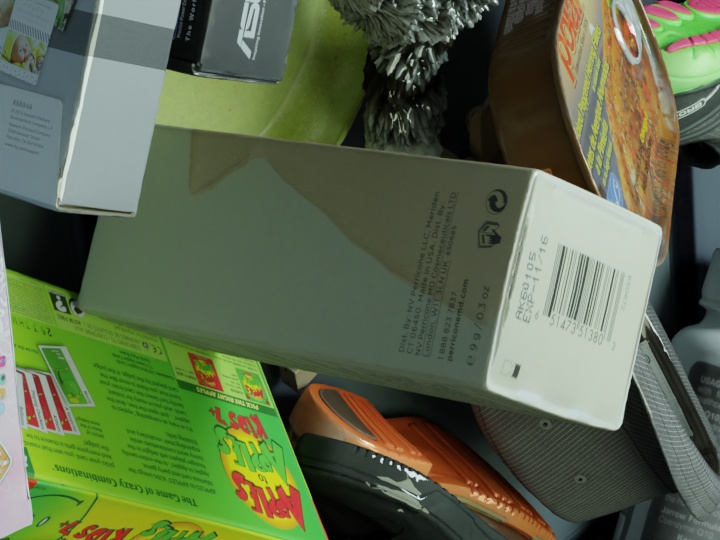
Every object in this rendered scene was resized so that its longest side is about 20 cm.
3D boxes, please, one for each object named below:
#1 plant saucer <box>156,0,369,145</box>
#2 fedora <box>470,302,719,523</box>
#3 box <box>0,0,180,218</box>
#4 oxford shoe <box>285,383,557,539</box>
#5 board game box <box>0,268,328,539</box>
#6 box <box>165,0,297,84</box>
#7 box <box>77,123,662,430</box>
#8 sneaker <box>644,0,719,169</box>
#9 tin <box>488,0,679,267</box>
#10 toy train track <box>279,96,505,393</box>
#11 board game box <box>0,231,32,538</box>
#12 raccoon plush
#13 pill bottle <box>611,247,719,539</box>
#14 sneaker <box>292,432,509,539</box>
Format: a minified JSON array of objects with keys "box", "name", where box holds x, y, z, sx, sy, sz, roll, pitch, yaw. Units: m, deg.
[{"box":[-0.063,-0.111,0.952,0.199,0.031,0.202,-21,120,-44],"name":"plant saucer"},{"box":[0.096,0.041,1.123,0.090,0.177,0.201,-26,123,10],"name":"fedora"},{"box":[-0.119,-0.132,0.780,0.041,0.155,0.202,3,100,-52],"name":"box"},{"box":[0.020,0.112,1.115,0.199,0.071,0.073,27,102,-46],"name":"oxford shoe"},{"box":[-0.102,0.063,0.910,0.048,0.102,0.199,-37,147,23],"name":"board game box"},{"box":[-0.079,-0.176,0.808,0.044,0.159,0.202,2,102,-51],"name":"box"},{"box":[0.000,0.000,0.881,0.095,0.199,0.078,19,82,-52],"name":"box"},{"box":[0.190,-0.098,1.237,0.199,0.077,0.084,-10,128,-44],"name":"sneaker"},{"box":[0.097,-0.073,1.024,0.200,0.042,0.113,-71,141,-58],"name":"tin"},{"box":[0.024,-0.030,1.081,0.200,0.032,0.115,-49,161,-18],"name":"toy train track"},{"box":[-0.181,-0.036,0.704,0.043,0.199,0.201,-24,120,-40],"name":"board game box"},{"box":[-0.006,-0.111,0.930,0.133,0.096,0.202,-17,116,-37],"name":"raccoon plush"},{"box":[0.208,0.096,1.282,0.113,0.113,0.202,15,92,-51],"name":"pill bottle"},{"box":[0.026,0.156,1.027,0.200,0.060,0.105,37,72,-39],"name":"sneaker"}]
